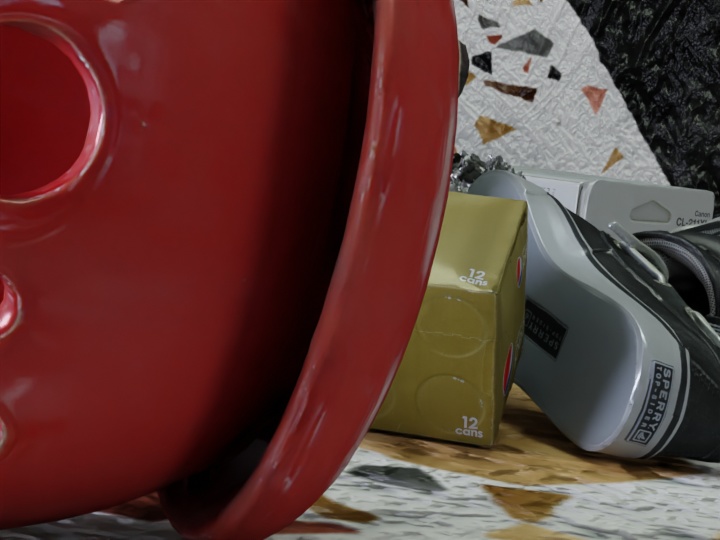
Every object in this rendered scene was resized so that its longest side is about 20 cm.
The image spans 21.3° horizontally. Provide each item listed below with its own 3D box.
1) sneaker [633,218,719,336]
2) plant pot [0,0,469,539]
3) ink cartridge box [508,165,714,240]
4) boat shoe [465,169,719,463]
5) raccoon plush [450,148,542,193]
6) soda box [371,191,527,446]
[{"bbox_3d":[0.153,0.011,0.879,0.113,0.076,0.200,7,6,-22],"label":"sneaker"},{"bbox_3d":[-0.086,-0.030,0.468,0.181,0.202,0.200,13,2,-20],"label":"plant pot"},{"bbox_3d":[0.137,-0.032,1.412,0.145,0.084,0.199,3,6,-39],"label":"ink cartridge box"},{"bbox_3d":[0.093,0.017,0.756,0.068,0.074,0.199,15,11,-24],"label":"boat shoe"},{"bbox_3d":[0.096,-0.005,1.047,0.198,0.098,0.134,6,13,-8],"label":"raccoon plush"},{"bbox_3d":[-0.040,0.006,0.705,0.198,0.068,0.064,7,34,12],"label":"soda box"}]
